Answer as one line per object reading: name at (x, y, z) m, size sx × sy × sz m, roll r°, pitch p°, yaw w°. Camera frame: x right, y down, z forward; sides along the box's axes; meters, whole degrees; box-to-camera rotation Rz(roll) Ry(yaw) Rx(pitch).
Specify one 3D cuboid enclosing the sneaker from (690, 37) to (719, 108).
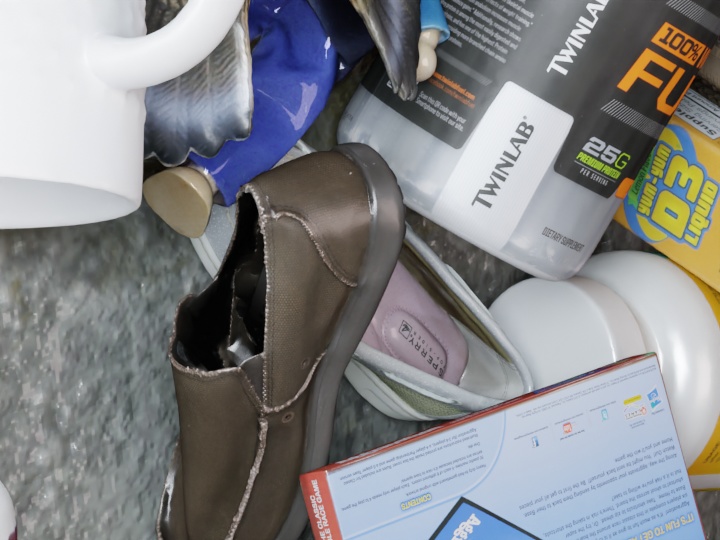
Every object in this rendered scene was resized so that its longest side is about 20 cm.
sneaker at (0.158, -0.123, 1.241) m, size 0.076 × 0.200 × 0.070 m, roll -53°, pitch 164°, yaw -1°

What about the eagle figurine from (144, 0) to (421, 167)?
eagle figurine at (-0.028, -0.149, 0.998) m, size 0.151 × 0.151 × 0.201 m, roll -75°, pitch -176°, yaw -45°

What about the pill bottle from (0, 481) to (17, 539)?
pill bottle at (-0.171, 0.128, 0.943) m, size 0.114 × 0.114 × 0.202 m, roll -13°, pitch 103°, yaw -47°

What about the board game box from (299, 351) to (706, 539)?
board game box at (0.065, 0.106, 1.130) m, size 0.199 × 0.019 × 0.104 m, roll -16°, pitch 90°, yaw -42°

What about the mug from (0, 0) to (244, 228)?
mug at (-0.122, -0.111, 0.912) m, size 0.147 × 0.199 × 0.177 m, roll 11°, pitch 77°, yaw -62°

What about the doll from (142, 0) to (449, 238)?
doll at (-0.032, -0.112, 1.101) m, size 0.136 × 0.048 × 0.200 m, roll 41°, pitch 65°, yaw 0°

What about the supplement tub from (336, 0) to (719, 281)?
supplement tub at (0.086, -0.108, 1.158) m, size 0.122 × 0.122 × 0.201 m, roll 21°, pitch 102°, yaw -48°

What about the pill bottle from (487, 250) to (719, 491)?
pill bottle at (0.144, 0.048, 1.300) m, size 0.199 × 0.112 × 0.114 m, roll 3°, pitch 92°, yaw -49°

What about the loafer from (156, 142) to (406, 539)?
loafer at (-0.048, 0.037, 1.082) m, size 0.071 × 0.073 × 0.201 m, roll 3°, pitch 118°, yaw -32°

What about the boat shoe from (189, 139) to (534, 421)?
boat shoe at (0.000, 0.002, 1.163) m, size 0.202 × 0.064 × 0.075 m, roll 47°, pitch 59°, yaw -40°

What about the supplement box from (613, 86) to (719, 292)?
supplement box at (0.175, -0.030, 1.258) m, size 0.069 × 0.200 × 0.067 m, roll -20°, pitch 137°, yaw -45°
